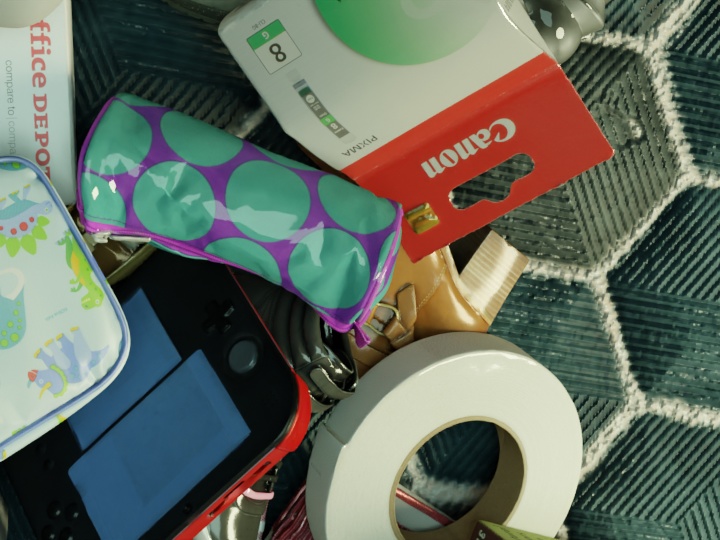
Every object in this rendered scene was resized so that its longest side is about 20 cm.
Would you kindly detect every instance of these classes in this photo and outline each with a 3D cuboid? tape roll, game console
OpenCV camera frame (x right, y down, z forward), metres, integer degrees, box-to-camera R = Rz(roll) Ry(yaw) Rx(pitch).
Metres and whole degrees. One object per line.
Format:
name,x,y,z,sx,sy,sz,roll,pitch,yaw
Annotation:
tape roll,0.058,0.140,1.057,0.201,0.037,0.205,-11,115,-24
game console,-0.137,0.090,0.973,0.200,0.177,0.031,-42,149,8

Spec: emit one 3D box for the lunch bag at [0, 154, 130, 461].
lunch bag,-0.244,0.040,0.897,0.199,0.082,0.162,-34,104,-19

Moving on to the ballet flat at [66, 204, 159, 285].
ballet flat,-0.170,-0.017,1.008,0.200,0.063,0.069,-44,94,-2

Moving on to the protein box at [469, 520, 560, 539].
protein box,0.179,0.283,1.033,0.199,0.198,0.136,19,95,-32

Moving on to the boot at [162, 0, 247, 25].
boot,-0.033,-0.216,0.962,0.198,0.068,0.132,11,118,13

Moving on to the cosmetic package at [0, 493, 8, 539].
cosmetic package,-0.301,0.100,0.982,0.090,0.107,0.201,-28,105,-6

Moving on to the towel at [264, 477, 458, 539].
towel,-0.024,0.236,1.086,0.144,0.023,0.201,35,91,-30

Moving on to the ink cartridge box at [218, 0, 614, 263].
ink cartridge box,0.034,-0.107,0.934,0.160,0.050,0.201,-28,105,27

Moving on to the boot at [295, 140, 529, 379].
boot,0.000,0.000,1.043,0.199,0.074,0.155,38,94,-12

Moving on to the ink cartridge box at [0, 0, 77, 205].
ink cartridge box,-0.276,-0.112,0.963,0.198,0.084,0.146,-3,101,-12

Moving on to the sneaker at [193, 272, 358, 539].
sneaker,-0.054,0.097,0.989,0.098,0.071,0.203,-3,78,23

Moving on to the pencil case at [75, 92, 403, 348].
pencil case,-0.073,-0.032,0.946,0.198,0.085,0.093,20,74,-2

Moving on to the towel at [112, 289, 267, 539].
towel,-0.128,0.120,1.062,0.145,0.030,0.202,12,94,-13

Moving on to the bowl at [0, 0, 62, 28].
bowl,-0.233,-0.225,0.910,0.198,0.075,0.201,16,53,4

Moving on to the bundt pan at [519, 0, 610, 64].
bundt pan,0.088,-0.215,1.023,0.199,0.076,0.204,-2,100,-10
